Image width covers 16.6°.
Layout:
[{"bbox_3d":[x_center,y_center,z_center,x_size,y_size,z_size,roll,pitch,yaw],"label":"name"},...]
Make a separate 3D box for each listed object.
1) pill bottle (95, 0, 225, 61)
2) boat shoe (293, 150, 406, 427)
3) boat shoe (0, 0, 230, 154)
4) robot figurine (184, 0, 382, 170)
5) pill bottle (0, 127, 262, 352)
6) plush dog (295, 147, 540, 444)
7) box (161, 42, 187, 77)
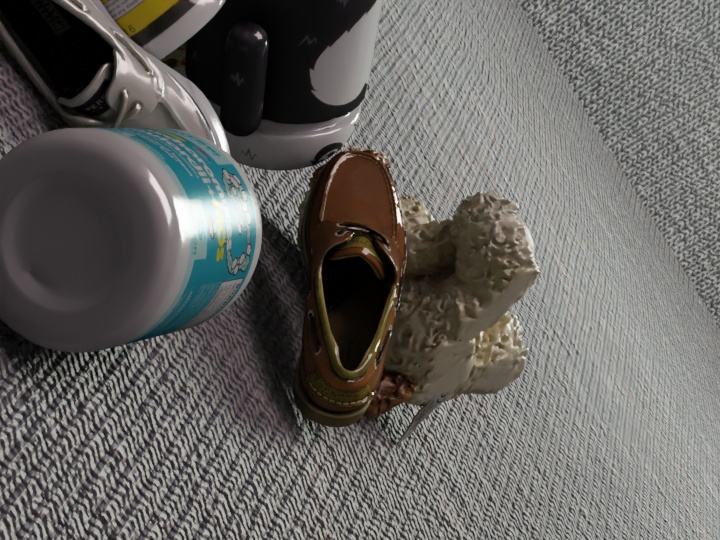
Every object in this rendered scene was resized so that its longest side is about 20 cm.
[{"bbox_3d":[-0.177,-0.219,1.488,0.200,0.111,0.111,53,15,-20],"label":"pill bottle"},{"bbox_3d":[0.000,0.000,1.588,0.068,0.072,0.200,113,-18,-57],"label":"boat shoe"},{"bbox_3d":[-0.152,-0.111,1.441,0.200,0.072,0.066,54,20,-20],"label":"boat shoe"},{"bbox_3d":[-0.048,-0.161,1.609,0.150,0.200,0.125,-12,38,-32],"label":"robot figurine"},{"bbox_3d":[-0.117,-0.019,1.283,0.111,0.111,0.200,60,14,4],"label":"pill bottle"},{"bbox_3d":[0.018,0.006,1.726,0.172,0.160,0.200,51,-20,27],"label":"plush dog"},{"bbox_3d":[-0.122,-0.149,1.684,0.200,0.039,0.041,36,28,-59],"label":"box"}]
